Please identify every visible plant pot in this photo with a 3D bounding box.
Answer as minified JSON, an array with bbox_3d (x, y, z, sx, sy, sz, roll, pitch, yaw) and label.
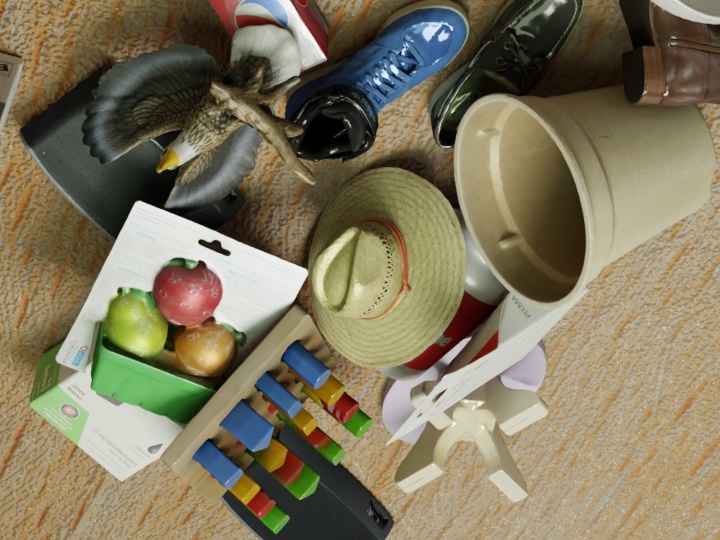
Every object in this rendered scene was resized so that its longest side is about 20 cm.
[{"bbox_3d":[0.217,-0.088,1.552,0.183,0.200,0.201,-20,133,-26],"label":"plant pot"}]

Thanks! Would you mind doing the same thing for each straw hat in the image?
[{"bbox_3d":[0.000,0.000,1.630,0.201,0.201,0.085,-43,157,29],"label":"straw hat"}]

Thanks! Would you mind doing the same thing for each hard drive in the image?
[{"bbox_3d":[-0.224,-0.093,1.655,0.135,0.042,0.200,-32,120,23],"label":"hard drive"},{"bbox_3d":[-0.069,0.269,1.936,0.135,0.042,0.200,-32,120,24],"label":"hard drive"}]

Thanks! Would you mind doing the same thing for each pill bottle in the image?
[{"bbox_3d":[0.083,0.012,1.692,0.112,0.112,0.200,34,121,-22],"label":"pill bottle"}]

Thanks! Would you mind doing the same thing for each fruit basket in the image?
[{"bbox_3d":[-0.176,0.042,1.651,0.185,0.094,0.201,22,110,-18],"label":"fruit basket"}]

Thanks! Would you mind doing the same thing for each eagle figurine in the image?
[{"bbox_3d":[-0.145,-0.131,1.534,0.150,0.153,0.200,-10,180,-34],"label":"eagle figurine"}]

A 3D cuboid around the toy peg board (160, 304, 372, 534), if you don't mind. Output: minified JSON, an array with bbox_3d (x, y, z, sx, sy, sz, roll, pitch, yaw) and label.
[{"bbox_3d":[-0.080,0.163,1.707,0.098,0.200,0.199,38,171,17],"label":"toy peg board"}]

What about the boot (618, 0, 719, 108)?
[{"bbox_3d":[0.332,-0.231,1.528,0.199,0.064,0.187,1,95,-21],"label":"boot"}]

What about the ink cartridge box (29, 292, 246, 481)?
[{"bbox_3d":[-0.226,0.112,1.794,0.200,0.084,0.146,-33,120,23],"label":"ink cartridge box"}]

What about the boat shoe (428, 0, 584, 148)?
[{"bbox_3d":[0.136,-0.186,1.568,0.072,0.066,0.201,32,122,-20],"label":"boat shoe"}]

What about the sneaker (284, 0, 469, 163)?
[{"bbox_3d":[0.015,-0.167,1.558,0.199,0.111,0.077,-26,122,19],"label":"sneaker"}]

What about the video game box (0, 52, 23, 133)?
[{"bbox_3d":[-0.421,-0.155,1.536,0.199,0.183,0.047,16,126,-9],"label":"video game box"}]

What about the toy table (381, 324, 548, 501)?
[{"bbox_3d":[0.112,0.154,1.797,0.184,0.117,0.200,34,120,-22],"label":"toy table"}]

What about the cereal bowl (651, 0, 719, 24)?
[{"bbox_3d":[0.290,-0.305,1.428,0.199,0.083,0.201,0,90,-21],"label":"cereal bowl"}]

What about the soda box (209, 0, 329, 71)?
[{"bbox_3d":[-0.104,-0.266,1.517,0.070,0.064,0.200,-23,124,18],"label":"soda box"}]

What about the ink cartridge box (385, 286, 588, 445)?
[{"bbox_3d":[0.111,0.078,1.642,0.050,0.200,0.162,55,146,14],"label":"ink cartridge box"}]
